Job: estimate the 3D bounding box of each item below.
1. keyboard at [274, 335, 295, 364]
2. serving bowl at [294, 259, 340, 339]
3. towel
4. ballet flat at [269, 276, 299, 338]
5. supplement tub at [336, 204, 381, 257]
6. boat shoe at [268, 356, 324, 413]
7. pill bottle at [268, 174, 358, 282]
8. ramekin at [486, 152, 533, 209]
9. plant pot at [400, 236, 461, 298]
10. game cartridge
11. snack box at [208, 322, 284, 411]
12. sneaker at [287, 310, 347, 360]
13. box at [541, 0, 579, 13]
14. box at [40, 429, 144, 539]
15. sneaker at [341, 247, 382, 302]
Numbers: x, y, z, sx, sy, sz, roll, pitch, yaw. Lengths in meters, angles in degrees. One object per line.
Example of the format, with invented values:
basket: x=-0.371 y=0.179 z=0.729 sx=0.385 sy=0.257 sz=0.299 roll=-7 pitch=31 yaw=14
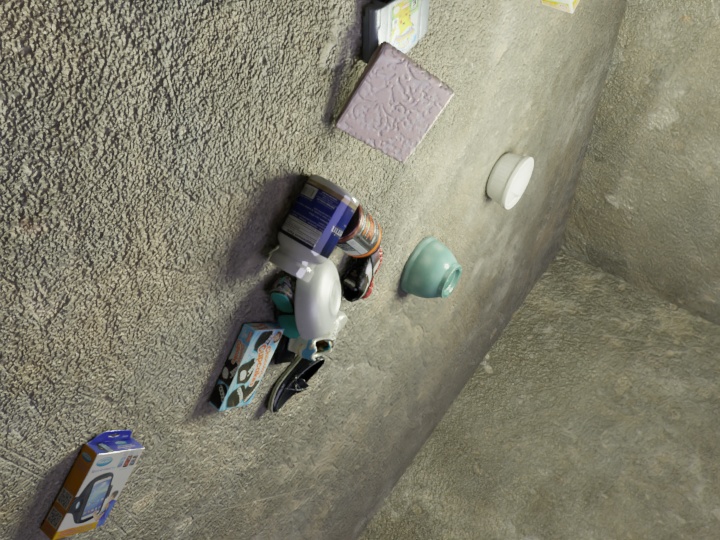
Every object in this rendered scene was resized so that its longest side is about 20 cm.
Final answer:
keyboard: x=-0.144 y=0.139 z=1.543 sx=0.127 sy=0.021 sz=0.200 roll=5 pitch=113 yaw=-62
serving bowl: x=-0.087 y=0.059 z=1.409 sx=0.200 sy=0.066 sz=0.200 roll=3 pitch=90 yaw=-76
towel: x=0.069 y=-0.336 z=1.275 sx=0.200 sy=0.032 sz=0.191 roll=22 pitch=113 yaw=-36
ballet flat: x=-0.156 y=0.079 z=1.404 sx=0.072 sy=0.072 sz=0.200 roll=-48 pitch=154 yaw=-26
supplement tub: x=-0.015 y=-0.092 z=1.435 sx=0.107 sy=0.107 sz=0.200 roll=-59 pitch=156 yaw=-2
boat shoe: x=-0.165 y=0.288 z=1.613 sx=0.200 sy=0.062 sz=0.075 roll=-52 pitch=156 yaw=-15
pill bottle: x=-0.098 y=-0.084 z=1.271 sx=0.200 sy=0.116 sz=0.116 roll=-60 pitch=156 yaw=1
ramekin: x=0.533 y=-0.329 z=2.246 sx=0.202 sy=0.094 sz=0.203 roll=-45 pitch=151 yaw=-33
plant pot: x=0.239 y=0.008 z=2.000 sx=0.200 sy=0.134 sz=0.200 roll=-43 pitch=150 yaw=-33
game cartridge: x=0.075 y=-0.497 z=1.252 sx=0.200 sy=0.040 sz=0.133 roll=-44 pitch=155 yaw=-32
snack box: x=-0.252 y=0.211 z=1.390 sx=0.116 sy=0.037 sz=0.200 roll=6 pitch=111 yaw=-64
sneaker: x=-0.090 y=0.164 z=1.552 sx=0.200 sy=0.081 sz=0.077 roll=-32 pitch=141 yaw=-48
box: x=0.568 y=-0.832 z=1.753 sx=0.113 sy=0.101 sz=0.200 roll=-62 pitch=156 yaw=4
box: x=-0.480 y=0.385 z=1.138 sx=0.200 sy=0.041 sz=0.119 roll=-60 pitch=156 yaw=4
sneaker: x=0.000 y=0.000 z=1.604 sx=0.098 sy=0.071 sz=0.201 roll=-32 pitch=145 yaw=-50
